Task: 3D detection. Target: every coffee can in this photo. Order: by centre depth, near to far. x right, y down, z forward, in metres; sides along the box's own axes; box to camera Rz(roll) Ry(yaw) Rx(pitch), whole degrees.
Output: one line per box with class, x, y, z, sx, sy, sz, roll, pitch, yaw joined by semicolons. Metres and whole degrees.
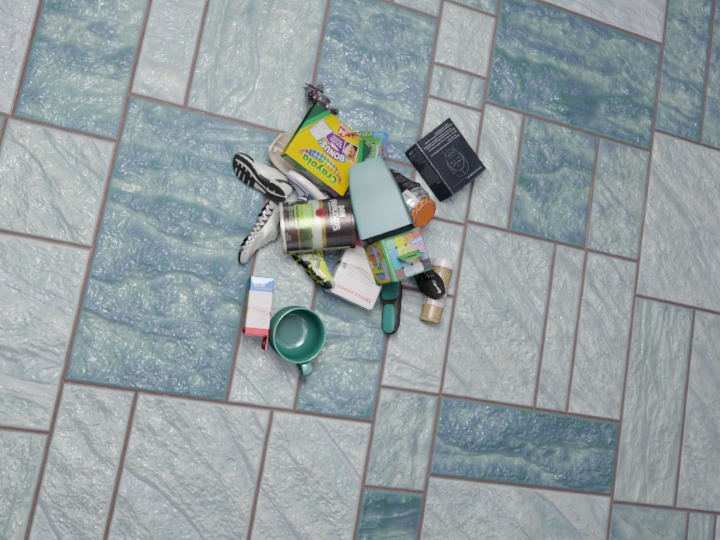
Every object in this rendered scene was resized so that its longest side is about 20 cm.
coffee can;-0.119;-0.124;1.494;0.199;0.146;0.147;-6;88;-6

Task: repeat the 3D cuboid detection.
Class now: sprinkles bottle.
sprinkles bottle;0.237;0.063;1.672;0.068;0.068;0.200;16;83;-13

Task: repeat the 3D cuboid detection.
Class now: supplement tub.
supplement tub;0.119;-0.212;1.587;0.123;0.123;0.200;-42;57;-13

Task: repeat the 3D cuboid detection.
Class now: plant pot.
plant pot;0.047;-0.193;1.454;0.141;0.141;0.200;-18;87;9

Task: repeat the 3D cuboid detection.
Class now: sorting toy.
sorting toy;-0.149;-0.352;1.590;0.200;0.107;0.180;32;72;-10

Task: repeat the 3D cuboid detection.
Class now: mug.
mug;-0.190;0.191;1.521;0.152;0.114;0.185;20;84;-22

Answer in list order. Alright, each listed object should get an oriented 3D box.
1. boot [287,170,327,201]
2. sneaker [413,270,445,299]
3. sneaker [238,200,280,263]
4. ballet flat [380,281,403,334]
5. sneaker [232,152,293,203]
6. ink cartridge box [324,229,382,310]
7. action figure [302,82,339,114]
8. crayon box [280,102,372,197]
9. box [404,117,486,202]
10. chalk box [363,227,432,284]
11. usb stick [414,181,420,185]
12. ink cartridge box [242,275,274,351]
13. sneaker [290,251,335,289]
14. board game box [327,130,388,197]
boot;-0.154;-0.195;1.565;0.200;0.073;0.090;41;80;-28
sneaker;0.180;0.003;1.626;0.075;0.079;0.200;-38;72;13
sneaker;-0.282;-0.100;1.549;0.081;0.075;0.200;34;79;-19
ballet flat;0.098;0.094;1.637;0.073;0.073;0.201;4;86;-14
sneaker;-0.283;-0.274;1.568;0.200;0.074;0.080;39;39;0
ink cartridge box;0.000;0.000;1.605;0.145;0.084;0.200;26;79;-12
action figure;-0.116;-0.469;1.581;0.130;0.069;0.200;17;63;-42
crayon box;-0.093;-0.331;1.496;0.200;0.058;0.173;35;75;-23
box;0.264;-0.344;1.687;0.148;0.107;0.200;-38;95;-14
chalk box;0.109;-0.040;1.491;0.125;0.200;0.124;-19;91;-18
usb stick;0.147;-0.182;1.683;0.055;0.033;0.200;14;83;-14
ink cartridge box;-0.288;0.120;1.505;0.067;0.116;0.201;7;84;-14
sneaker;-0.131;-0.030;1.546;0.076;0.075;0.200;-34;67;-18
board game box;-0.008;-0.313;1.599;0.037;0.151;0.200;23;78;-53
